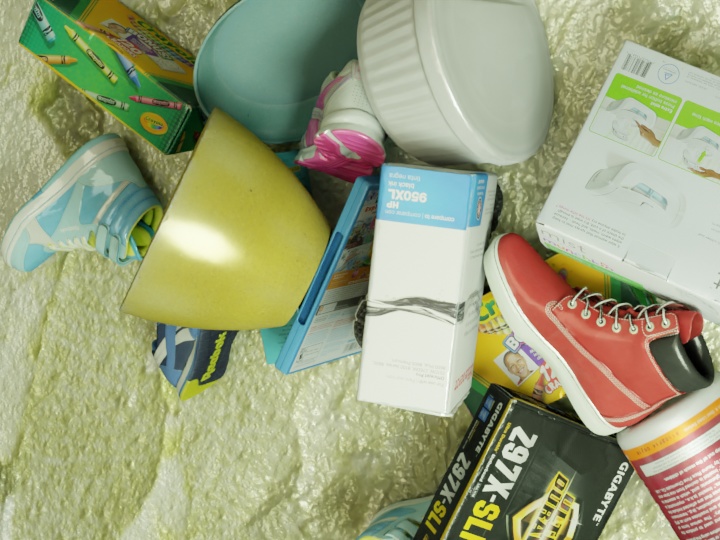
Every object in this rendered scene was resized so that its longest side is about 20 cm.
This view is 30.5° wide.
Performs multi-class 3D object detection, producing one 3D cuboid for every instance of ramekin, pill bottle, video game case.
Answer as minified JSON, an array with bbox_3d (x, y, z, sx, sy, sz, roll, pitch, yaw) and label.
[{"bbox_3d":[0.080,-0.184,1.147,0.094,0.202,0.204,-12,95,36],"label":"ramekin"},{"bbox_3d":[0.321,0.199,1.152,0.113,0.113,0.201,-34,85,26],"label":"pill bottle"},{"bbox_3d":[0.000,0.000,1.241,0.018,0.143,0.201,34,112,24],"label":"video game case"}]

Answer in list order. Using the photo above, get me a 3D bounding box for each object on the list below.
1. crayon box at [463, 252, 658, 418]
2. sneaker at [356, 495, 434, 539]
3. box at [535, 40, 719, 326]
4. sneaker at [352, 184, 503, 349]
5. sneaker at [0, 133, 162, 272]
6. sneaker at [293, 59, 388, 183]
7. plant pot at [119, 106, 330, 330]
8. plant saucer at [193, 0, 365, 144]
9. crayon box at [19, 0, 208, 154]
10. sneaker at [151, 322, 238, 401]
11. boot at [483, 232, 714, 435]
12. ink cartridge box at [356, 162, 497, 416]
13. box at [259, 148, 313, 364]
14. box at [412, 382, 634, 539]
[{"bbox_3d":[0.173,0.056,1.221,0.199,0.058,0.119,-31,87,26],"label":"crayon box"},{"bbox_3d":[0.081,0.255,1.253,0.199,0.130,0.080,-25,90,24],"label":"sneaker"},{"bbox_3d":[0.274,-0.066,1.097,0.199,0.097,0.177,25,85,17],"label":"box"},{"bbox_3d":[0.062,-0.009,1.255,0.074,0.080,0.200,39,95,4],"label":"sneaker"},{"bbox_3d":[-0.291,-0.035,1.402,0.200,0.079,0.131,-44,80,25],"label":"sneaker"},{"bbox_3d":[-0.007,-0.135,1.213,0.081,0.200,0.089,18,80,-10],"label":"sneaker"},{"bbox_3d":[-0.111,-0.026,1.187,0.141,0.200,0.201,25,111,-9],"label":"plant pot"},{"bbox_3d":[-0.061,-0.201,1.225,0.200,0.199,0.036,-41,49,25],"label":"plant saucer"},{"bbox_3d":[-0.223,-0.197,1.308,0.200,0.119,0.058,37,112,13],"label":"crayon box"},{"bbox_3d":[-0.166,0.045,1.348,0.082,0.074,0.201,47,130,22],"label":"sneaker"},{"bbox_3d":[0.205,0.030,1.110,0.200,0.072,0.144,52,134,-1],"label":"boot"},{"bbox_3d":[0.059,0.012,1.137,0.084,0.145,0.202,7,95,12],"label":"ink cartridge box"},{"bbox_3d":[-0.074,-0.015,1.305,0.049,0.082,0.202,-8,97,24],"label":"box"},{"bbox_3d":[0.146,0.219,1.198,0.159,0.049,0.201,24,97,-25],"label":"box"}]
